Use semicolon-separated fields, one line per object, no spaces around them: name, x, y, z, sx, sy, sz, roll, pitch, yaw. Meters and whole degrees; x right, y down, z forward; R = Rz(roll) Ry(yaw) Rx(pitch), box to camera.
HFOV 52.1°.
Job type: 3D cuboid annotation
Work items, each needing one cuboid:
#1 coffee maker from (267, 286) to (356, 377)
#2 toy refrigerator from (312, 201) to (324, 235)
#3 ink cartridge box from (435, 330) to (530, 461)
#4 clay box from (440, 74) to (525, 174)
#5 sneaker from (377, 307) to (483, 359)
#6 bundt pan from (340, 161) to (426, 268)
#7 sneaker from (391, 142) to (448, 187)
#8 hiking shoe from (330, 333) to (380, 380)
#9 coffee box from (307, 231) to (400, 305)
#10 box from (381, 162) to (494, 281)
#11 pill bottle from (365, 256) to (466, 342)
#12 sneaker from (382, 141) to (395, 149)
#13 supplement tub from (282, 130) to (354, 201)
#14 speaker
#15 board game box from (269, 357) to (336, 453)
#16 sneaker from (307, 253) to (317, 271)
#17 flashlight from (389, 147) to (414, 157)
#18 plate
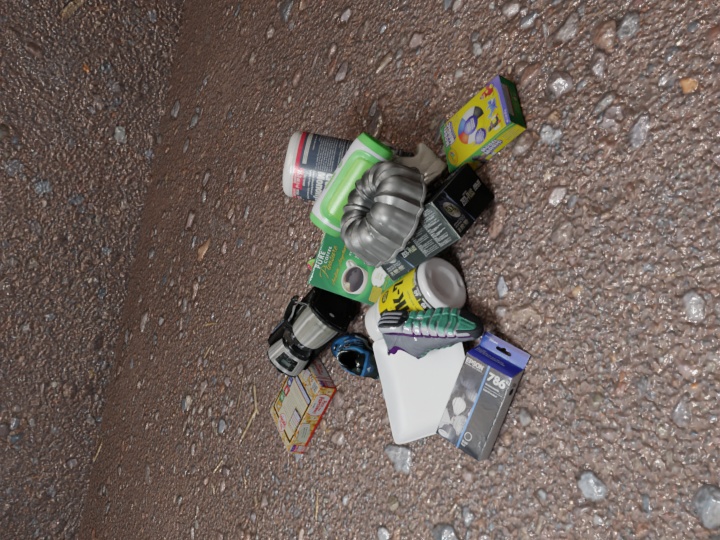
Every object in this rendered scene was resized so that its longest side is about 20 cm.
coffee maker;-0.105;0.127;1.691;0.135;0.192;0.200;51;123;9
toy refrigerator;-0.036;-0.095;1.642;0.076;0.069;0.202;-43;57;40
ink cartridge box;0.208;0.214;1.266;0.099;0.039;0.202;26;102;37
clay box;0.224;-0.268;1.427;0.200;0.047;0.116;-38;49;43
sneaker;0.131;0.119;1.332;0.198;0.075;0.088;2;123;27
bundt pan;0.030;-0.112;1.343;0.202;0.075;0.204;-42;35;38
sneaker;0.074;-0.178;1.480;0.199;0.100;0.078;-39;-5;-4
hiking shoe;-0.020;0.179;1.603;0.199;0.086;0.075;16;92;57
coffee box;0.000;0.000;1.539;0.044;0.198;0.124;-104;32;-80
box;0.131;-0.090;1.394;0.200;0.086;0.164;-35;9;47
pill bottle;0.102;0.069;1.434;0.200;0.113;0.115;-41;47;43
sneaker;0.028;-0.198;1.673;0.201;0.078;0.080;123;148;-46
supplement tub;-0.058;-0.211;1.564;0.140;0.197;0.142;10;-90;-89
speaker;-0.018;-0.169;1.457;0.201;0.088;0.089;-56;38;15
board game box;-0.143;0.314;1.778;0.201;0.046;0.152;-63;36;21
sneaker;-0.065;-0.038;1.775;0.084;0.077;0.200;-46;0;-37
flashlight;0.063;-0.151;1.540;0.067;0.067;0.203;12;90;32
plate;0.126;0.204;1.374;0.199;0.032;0.202;-24;71;35
